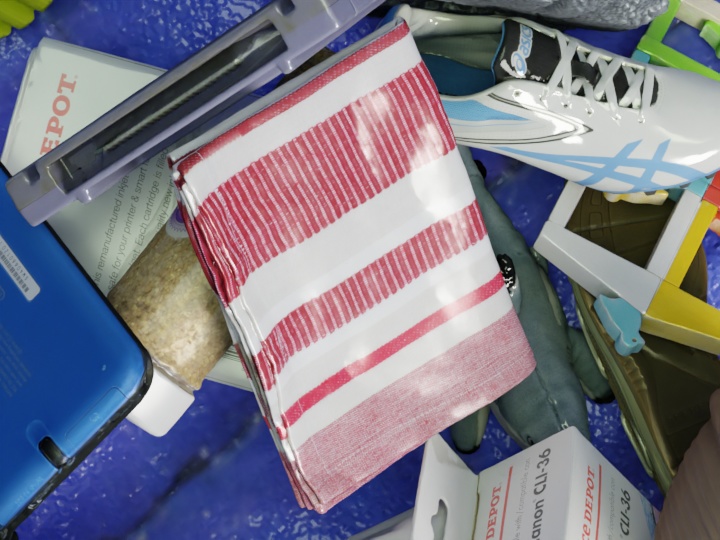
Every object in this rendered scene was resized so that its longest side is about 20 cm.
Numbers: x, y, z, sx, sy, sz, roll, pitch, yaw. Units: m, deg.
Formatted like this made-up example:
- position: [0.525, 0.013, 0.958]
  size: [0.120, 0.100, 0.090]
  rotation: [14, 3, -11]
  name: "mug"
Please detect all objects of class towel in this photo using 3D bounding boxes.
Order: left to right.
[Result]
- position: [0.000, 0.000, 1.358]
  size: [0.144, 0.023, 0.201]
  rotation: [-33, 119, -22]
  name: "towel"

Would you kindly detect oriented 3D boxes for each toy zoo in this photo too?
- position: [0.175, -0.039, 1.469]
  size: [0.131, 0.020, 0.200]
  rotation: [27, 66, 2]
  name: "toy zoo"

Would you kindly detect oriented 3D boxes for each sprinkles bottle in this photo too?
- position: [-0.061, -0.016, 1.398]
  size: [0.068, 0.068, 0.200]
  rotation: [39, 88, 2]
  name: "sprinkles bottle"

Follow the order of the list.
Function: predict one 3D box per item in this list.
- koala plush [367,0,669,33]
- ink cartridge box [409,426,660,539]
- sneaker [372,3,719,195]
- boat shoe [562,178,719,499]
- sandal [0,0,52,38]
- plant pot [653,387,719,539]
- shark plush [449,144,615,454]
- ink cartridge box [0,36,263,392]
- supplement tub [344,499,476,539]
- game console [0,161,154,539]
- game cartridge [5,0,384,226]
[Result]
- position: [0.077, -0.228, 1.448]
  size: [0.183, 0.177, 0.201]
  rotation: [6, 87, -11]
  name: "koala plush"
- position: [0.111, 0.163, 1.405]
  size: [0.067, 0.117, 0.200]
  rotation: [-29, 122, 30]
  name: "ink cartridge box"
- position: [0.100, -0.088, 1.429]
  size: [0.199, 0.073, 0.072]
  rotation: [10, 63, 1]
  name: "sneaker"
- position: [0.151, 0.036, 1.484]
  size: [0.073, 0.063, 0.201]
  rotation: [-19, 78, -16]
  name: "boat shoe"
- position: [-0.178, -0.191, 1.496]
  size: [0.200, 0.080, 0.087]
  rotation: [-33, 51, 6]
  name: "sandal"
- position: [0.198, 0.155, 1.362]
  size: [0.092, 0.201, 0.201]
  rotation: [-29, 88, 12]
  name: "plant pot"
- position: [0.082, 0.007, 1.472]
  size: [0.090, 0.083, 0.201]
  rotation: [-8, 88, 0]
  name: "shark plush"
- position: [-0.086, -0.022, 1.475]
  size: [0.199, 0.084, 0.146]
  rotation: [16, 88, 1]
  name: "ink cartridge box"
- position: [0.039, 0.227, 1.442]
  size: [0.132, 0.132, 0.201]
  rotation: [-27, 88, -1]
  name: "supplement tub"
- position: [-0.183, 0.059, 1.410]
  size: [0.171, 0.118, 0.200]
  rotation: [-45, 57, 7]
  name: "game console"
- position: [-0.062, -0.093, 1.332]
  size: [0.200, 0.130, 0.038]
  rotation: [-30, 93, 32]
  name: "game cartridge"
